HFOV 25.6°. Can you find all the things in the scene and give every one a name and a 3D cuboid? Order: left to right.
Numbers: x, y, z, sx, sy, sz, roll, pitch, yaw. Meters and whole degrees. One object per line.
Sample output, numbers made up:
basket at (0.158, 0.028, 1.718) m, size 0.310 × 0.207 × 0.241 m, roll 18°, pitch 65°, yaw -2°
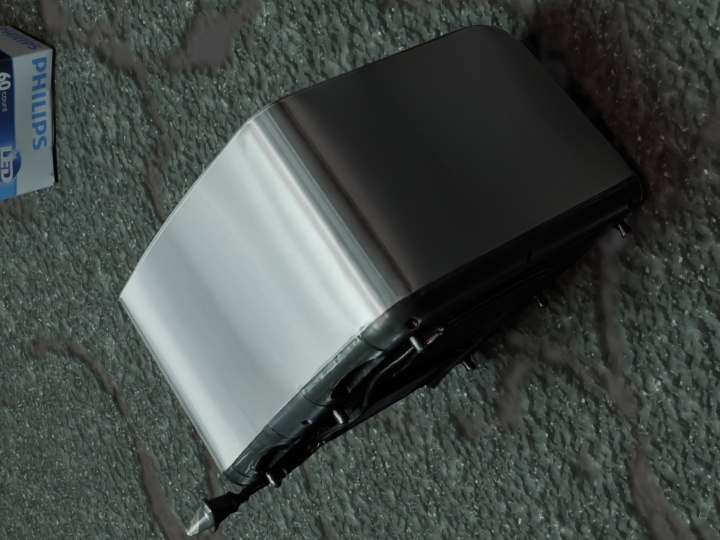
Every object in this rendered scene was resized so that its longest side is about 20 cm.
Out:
string lights box at (-0.297, -0.086, 1.031) m, size 0.059 × 0.199 × 0.104 m, roll 28°, pitch 125°, yaw 38°
toaster at (0.000, 0.000, 0.728) m, size 0.119 × 0.199 × 0.181 m, roll 54°, pitch 139°, yaw 11°
